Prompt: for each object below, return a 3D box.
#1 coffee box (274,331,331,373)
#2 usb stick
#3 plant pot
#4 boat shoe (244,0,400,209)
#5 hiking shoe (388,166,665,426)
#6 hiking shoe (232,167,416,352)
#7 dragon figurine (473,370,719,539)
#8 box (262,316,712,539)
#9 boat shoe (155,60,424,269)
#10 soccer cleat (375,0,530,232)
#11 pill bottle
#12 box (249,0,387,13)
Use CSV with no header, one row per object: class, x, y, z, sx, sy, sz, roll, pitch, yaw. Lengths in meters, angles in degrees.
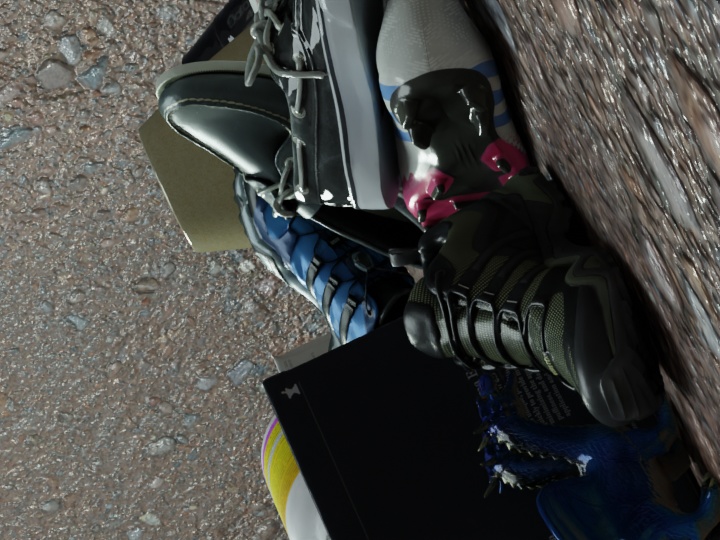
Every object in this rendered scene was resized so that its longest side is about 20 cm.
coffee box,0.072,0.159,1.833,0.198,0.200,0.200,65,180,-46
usb stick,-0.065,-0.189,1.500,0.033,0.200,0.055,-7,-119,-44
plant pot,-0.041,-0.096,1.411,0.187,0.200,0.187,155,90,-89
boat shoe,-0.023,-0.116,1.082,0.199,0.068,0.074,80,-164,-44
hiking shoe,0.076,0.027,1.002,0.200,0.101,0.076,-116,1,-63
hiking shoe,0.000,0.000,1.243,0.087,0.074,0.200,-8,116,57
dragon figurine,0.122,0.123,1.001,0.059,0.099,0.200,65,179,-53
box,0.073,0.119,1.123,0.104,0.182,0.200,67,178,-64
boat shoe,-0.025,-0.057,1.173,0.200,0.073,0.062,22,-122,-25
soccer cleat,0.048,-0.087,1.096,0.200,0.070,0.086,72,-171,-68
pill bottle,-0.005,0.150,1.412,0.104,0.104,0.200,65,177,-16
box,-0.017,-0.171,1.188,0.200,0.097,0.124,67,177,-58
